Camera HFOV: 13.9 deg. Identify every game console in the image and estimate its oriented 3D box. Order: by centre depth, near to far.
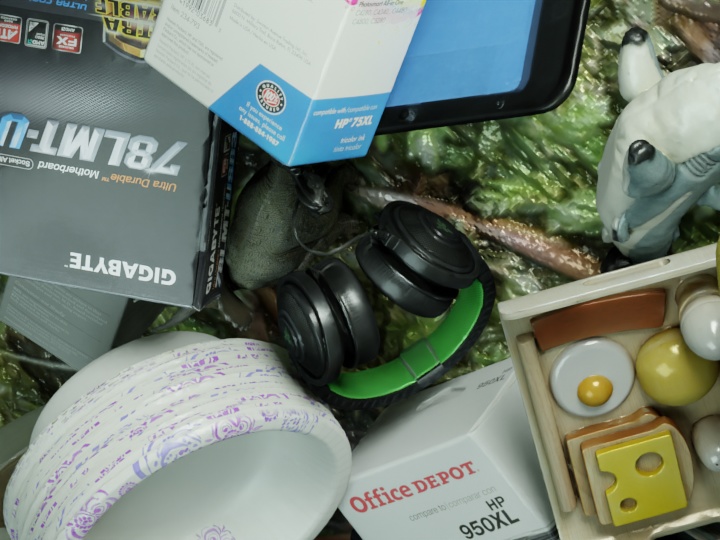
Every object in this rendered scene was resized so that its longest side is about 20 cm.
[{"bbox_3d":[0.019,-0.175,1.517,0.199,0.116,0.176,-5,122,39],"label":"game console"}]

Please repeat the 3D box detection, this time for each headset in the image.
[{"bbox_3d":[0.000,0.000,1.671,0.094,0.123,0.200,55,179,34],"label":"headset"}]

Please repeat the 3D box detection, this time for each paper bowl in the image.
[{"bbox_3d":[-0.113,0.115,1.735,0.104,0.200,0.201,56,149,32],"label":"paper bowl"}]

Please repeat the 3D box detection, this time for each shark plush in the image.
[{"bbox_3d":[0.169,-0.034,1.569,0.083,0.091,0.201,5,130,-5],"label":"shark plush"}]

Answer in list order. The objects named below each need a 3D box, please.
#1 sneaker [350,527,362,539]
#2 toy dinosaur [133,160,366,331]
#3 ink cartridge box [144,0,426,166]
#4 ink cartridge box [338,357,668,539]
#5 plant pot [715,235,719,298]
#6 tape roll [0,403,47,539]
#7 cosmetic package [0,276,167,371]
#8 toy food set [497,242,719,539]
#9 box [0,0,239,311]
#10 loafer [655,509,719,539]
[{"bbox_3d":[0.045,0.229,1.909,0.083,0.072,0.201,33,147,51],"label":"sneaker"},{"bbox_3d":[-0.045,-0.030,1.704,0.077,0.102,0.200,40,140,1],"label":"toy dinosaur"},{"bbox_3d":[-0.022,-0.168,1.497,0.116,0.067,0.201,37,117,30],"label":"ink cartridge box"},{"bbox_3d":[0.096,0.164,1.780,0.144,0.084,0.200,-25,108,46],"label":"ink cartridge box"},{"bbox_3d":[0.259,0.014,1.469,0.142,0.200,0.200,54,145,24],"label":"plant pot"},{"bbox_3d":[-0.186,0.158,1.904,0.202,0.203,0.071,-4,122,39],"label":"tape roll"},{"bbox_3d":[-0.141,-0.040,1.768,0.090,0.107,0.200,31,137,10],"label":"cosmetic package"},{"bbox_3d":[0.165,0.081,1.616,0.143,0.060,0.201,-16,122,1],"label":"toy food set"},{"bbox_3d":[-0.164,-0.093,1.642,0.199,0.050,0.199,11,102,14],"label":"box"},{"bbox_3d":[0.197,0.165,1.720,0.200,0.063,0.072,48,139,-8],"label":"loafer"}]
